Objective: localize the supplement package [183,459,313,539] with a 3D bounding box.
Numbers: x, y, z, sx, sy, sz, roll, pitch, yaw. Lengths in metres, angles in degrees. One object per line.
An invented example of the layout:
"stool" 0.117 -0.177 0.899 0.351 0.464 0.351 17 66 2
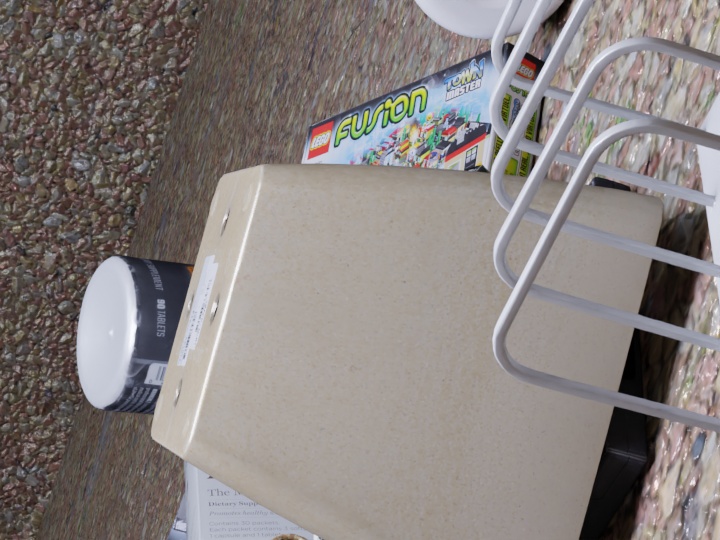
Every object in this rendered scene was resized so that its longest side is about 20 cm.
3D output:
"supplement package" -0.054 0.142 1.430 0.200 0.113 0.110 -100 13 -52

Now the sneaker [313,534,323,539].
"sneaker" 0.015 0.207 1.187 0.091 0.066 0.200 101 157 -48

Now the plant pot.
"plant pot" 0.007 0.041 1.067 0.200 0.176 0.201 -177 102 -77

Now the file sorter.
"file sorter" 0.124 -0.055 0.880 0.200 0.124 0.139 -87 17 -49

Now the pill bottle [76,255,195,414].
"pill bottle" -0.087 0.052 1.562 0.106 0.199 0.107 -22 65 59

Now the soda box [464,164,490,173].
"soda box" 0.011 0.035 1.226 0.200 0.071 0.063 -43 6 -10

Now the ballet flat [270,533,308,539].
"ballet flat" -0.058 0.185 1.224 0.200 0.070 0.066 -52 -29 -80

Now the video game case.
"video game case" 0.089 0.085 1.122 0.181 0.025 0.200 -86 16 -46

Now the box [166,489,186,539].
"box" -0.088 0.175 1.633 0.200 0.050 0.158 -50 -15 -59

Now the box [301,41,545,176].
"box" 0.030 -0.060 1.395 0.200 0.035 0.110 -19 54 50

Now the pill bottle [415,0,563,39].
"pill bottle" 0.068 -0.218 1.406 0.200 0.110 0.111 -108 35 -70
